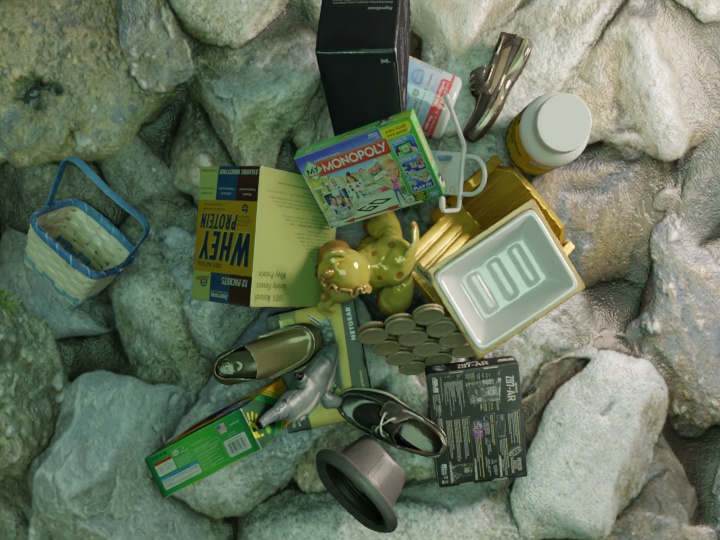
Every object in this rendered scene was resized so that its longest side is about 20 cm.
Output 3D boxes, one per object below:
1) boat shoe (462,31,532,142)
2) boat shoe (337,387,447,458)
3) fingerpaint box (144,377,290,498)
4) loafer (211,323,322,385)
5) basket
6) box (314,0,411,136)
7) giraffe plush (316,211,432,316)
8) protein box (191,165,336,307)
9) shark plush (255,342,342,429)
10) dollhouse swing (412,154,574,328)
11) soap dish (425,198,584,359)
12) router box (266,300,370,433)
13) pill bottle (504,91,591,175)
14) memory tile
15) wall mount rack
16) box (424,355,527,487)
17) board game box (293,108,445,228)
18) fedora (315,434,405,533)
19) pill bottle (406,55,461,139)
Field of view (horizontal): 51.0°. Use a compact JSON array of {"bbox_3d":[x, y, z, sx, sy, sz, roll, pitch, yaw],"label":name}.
[{"bbox_3d":[0.219,-0.312,1.282,0.072,0.075,0.203,29,82,9],"label":"boat shoe"},{"bbox_3d":[0.051,0.248,1.234,0.196,0.068,0.073,24,92,7],"label":"boat shoe"},{"bbox_3d":[-0.219,0.264,1.216,0.197,0.167,0.075,-29,89,19],"label":"fingerpaint box"},{"bbox_3d":[-0.155,0.145,1.237,0.195,0.067,0.078,-23,90,5],"label":"loafer"},{"bbox_3d":[-0.452,-0.062,1.239,0.176,0.139,0.200,42,121,0],"label":"basket"},{"bbox_3d":[0.011,-0.334,1.098,0.114,0.198,0.205,1,66,7],"label":"box"},{"bbox_3d":[0.000,0.000,1.188,0.158,0.199,0.178,-11,104,-20],"label":"giraffe plush"},{"bbox_3d":[-0.148,-0.050,1.201,0.132,0.196,0.207,5,91,35],"label":"protein box"},{"bbox_3d":[-0.104,0.183,1.181,0.090,0.197,0.085,36,127,30],"label":"shark plush"},{"bbox_3d":[0.199,-0.033,1.222,0.201,0.181,0.176,49,48,-1],"label":"dollhouse swing"},{"bbox_3d":[0.221,0.013,1.166,0.198,0.081,0.159,-33,92,6],"label":"soap dish"},{"bbox_3d":[-0.067,0.160,1.294,0.153,0.052,0.206,-12,91,1],"label":"router box"},{"bbox_3d":[0.301,-0.220,1.212,0.109,0.200,0.116,0,91,0],"label":"pill bottle"},{"bbox_3d":[0.095,0.114,1.224,0.150,0.200,0.017,-22,55,21],"label":"memory tile"},{"bbox_3d":[0.106,-0.186,1.196,0.197,0.073,0.179,13,103,44],"label":"wall mount rack"},{"bbox_3d":[0.196,0.257,1.283,0.155,0.044,0.206,-8,101,1],"label":"box"},{"bbox_3d":[0.014,-0.148,1.137,0.195,0.029,0.136,-15,124,24],"label":"board game box"},{"bbox_3d":[0.012,0.341,1.252,0.176,0.202,0.090,40,64,16],"label":"fedora"},{"bbox_3d":[0.062,-0.304,1.257,0.195,0.109,0.111,22,91,0],"label":"pill bottle"}]
